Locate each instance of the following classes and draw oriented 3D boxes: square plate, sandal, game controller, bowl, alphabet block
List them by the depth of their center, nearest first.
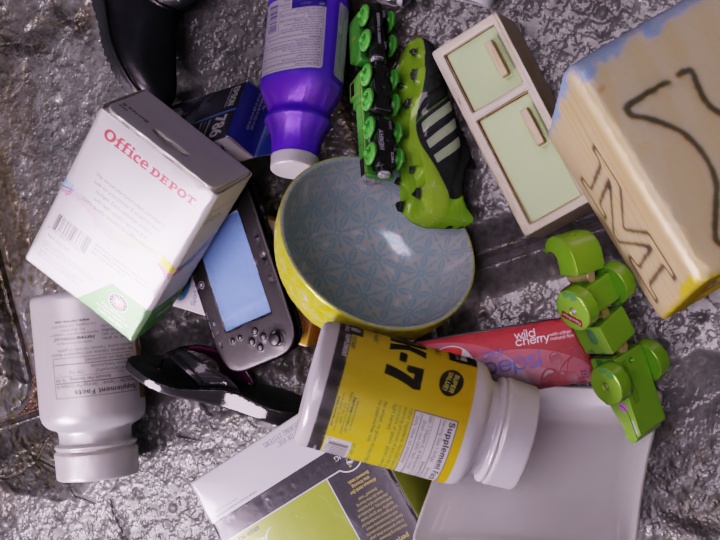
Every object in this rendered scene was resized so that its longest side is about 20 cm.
[{"bbox_3d":[0.292,-0.101,1.082,0.195,0.196,0.201,-29,79,0],"label":"alphabet block"},{"bbox_3d":[0.166,0.185,1.195,0.197,0.200,0.029,1,133,22],"label":"square plate"},{"bbox_3d":[0.000,0.000,1.263,0.200,0.200,0.108,50,141,15],"label":"bowl"},{"bbox_3d":[-0.127,0.000,1.332,0.104,0.042,0.201,-22,82,22],"label":"game controller"},{"bbox_3d":[-0.146,0.109,1.361,0.200,0.075,0.048,15,107,8],"label":"sandal"}]

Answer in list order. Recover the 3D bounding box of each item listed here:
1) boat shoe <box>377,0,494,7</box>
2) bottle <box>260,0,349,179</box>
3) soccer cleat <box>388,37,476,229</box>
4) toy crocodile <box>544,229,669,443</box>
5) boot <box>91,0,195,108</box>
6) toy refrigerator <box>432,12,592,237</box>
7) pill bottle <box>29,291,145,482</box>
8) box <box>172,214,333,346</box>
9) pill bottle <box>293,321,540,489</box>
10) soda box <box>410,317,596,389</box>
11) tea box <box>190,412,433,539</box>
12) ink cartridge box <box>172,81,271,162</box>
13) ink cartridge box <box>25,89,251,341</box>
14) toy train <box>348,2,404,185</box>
[{"bbox_3d":[0.044,-0.294,1.286,0.199,0.072,0.069,10,94,14],"label":"boat shoe"},{"bbox_3d":[-0.058,-0.191,1.298,0.083,0.065,0.201,-6,70,27],"label":"bottle"},{"bbox_3d":[0.070,-0.131,1.277,0.067,0.081,0.201,-29,57,49],"label":"soccer cleat"},{"bbox_3d":[0.218,0.058,1.161,0.062,0.067,0.201,-7,111,58],"label":"toy crocodile"},{"bbox_3d":[-0.195,-0.284,1.369,0.168,0.076,0.201,-33,64,23],"label":"boot"},{"bbox_3d":[0.150,-0.137,1.237,0.076,0.070,0.201,-29,79,21],"label":"toy refrigerator"},{"bbox_3d":[-0.291,0.122,1.406,0.114,0.114,0.201,-6,89,23],"label":"pill bottle"},{"bbox_3d":[-0.123,-0.003,1.373,0.199,0.041,0.120,15,97,20],"label":"box"},{"bbox_3d":[0.049,0.123,1.153,0.199,0.114,0.115,15,97,-3],"label":"pill bottle"},{"bbox_3d":[0.123,0.087,1.236,0.199,0.070,0.064,-11,86,14],"label":"soda box"},{"bbox_3d":[-0.020,0.237,1.282,0.200,0.134,0.197,-33,77,21],"label":"tea box"},{"bbox_3d":[-0.169,-0.141,1.361,0.199,0.100,0.039,-13,129,21],"label":"ink cartridge box"},{"bbox_3d":[-0.223,-0.056,1.304,0.145,0.088,0.200,37,120,6],"label":"ink cartridge box"},{"bbox_3d":[0.012,-0.171,1.269,0.056,0.042,0.201,135,138,-54],"label":"toy train"}]
